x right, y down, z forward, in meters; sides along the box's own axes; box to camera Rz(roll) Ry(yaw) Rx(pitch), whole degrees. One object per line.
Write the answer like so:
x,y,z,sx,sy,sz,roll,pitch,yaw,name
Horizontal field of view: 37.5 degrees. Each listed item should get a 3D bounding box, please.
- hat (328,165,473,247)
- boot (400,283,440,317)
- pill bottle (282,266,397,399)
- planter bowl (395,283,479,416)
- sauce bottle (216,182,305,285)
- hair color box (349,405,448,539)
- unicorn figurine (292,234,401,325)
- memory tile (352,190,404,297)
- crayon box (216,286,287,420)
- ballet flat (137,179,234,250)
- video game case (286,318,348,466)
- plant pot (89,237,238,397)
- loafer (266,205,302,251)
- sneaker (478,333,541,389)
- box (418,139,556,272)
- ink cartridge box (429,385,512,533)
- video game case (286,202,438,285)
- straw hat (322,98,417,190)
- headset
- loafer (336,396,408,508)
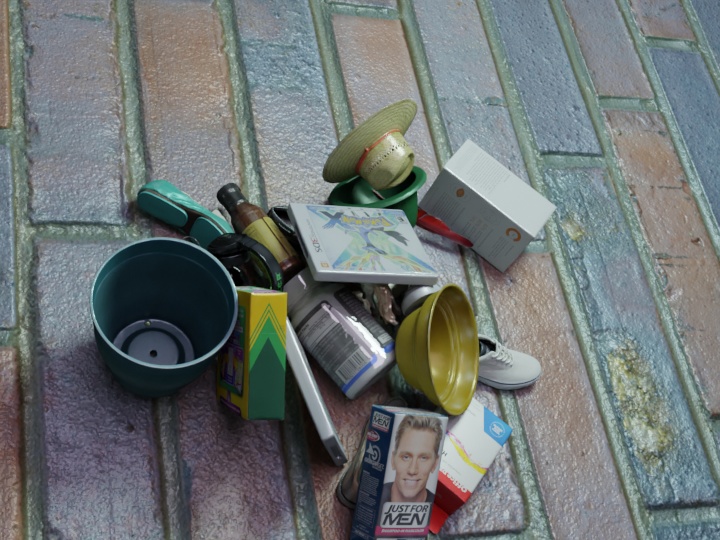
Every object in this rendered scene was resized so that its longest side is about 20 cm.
0.061,-0.073,1.836,0.200,0.176,0.166,-2,31,27,hat
0.086,0.021,1.713,0.073,0.200,0.096,-27,79,1,boot
-0.038,0.093,1.659,0.114,0.114,0.200,-34,77,-35,pill bottle
0.108,0.121,1.621,0.083,0.201,0.201,-4,49,27,planter bowl
-0.164,-0.060,1.704,0.066,0.066,0.200,-19,59,-31,sauce bottle
0.056,0.300,1.527,0.100,0.060,0.200,9,91,-34,hair color box
0.000,0.000,1.691,0.074,0.137,0.200,-41,39,-17,unicorn figurine
0.016,-0.053,1.832,0.153,0.017,0.200,19,54,-11,memory tile
-0.156,0.112,1.507,0.058,0.200,0.173,2,91,-20,crayon box
-0.264,-0.086,1.710,0.200,0.067,0.070,33,39,-3,ballet flat
-0.072,0.177,1.557,0.024,0.182,0.200,-23,68,-3,video game case
-0.287,0.087,1.509,0.200,0.188,0.200,7,58,-12,plant pot
-0.062,-0.057,1.750,0.200,0.070,0.068,16,56,-4,loafer
0.216,0.147,1.755,0.200,0.071,0.073,10,57,-16,sneaker
0.224,-0.114,1.888,0.200,0.124,0.098,39,53,3,box
0.134,0.290,1.635,0.116,0.067,0.200,38,54,4,ink cartridge box
0.001,-0.042,1.644,0.200,0.022,0.182,3,36,-22,video game case
0.041,-0.184,1.757,0.201,0.201,0.085,-29,72,-33,straw hat
-0.215,0.001,1.643,0.200,0.124,0.094,23,33,24,headset
0.031,0.269,1.608,0.072,0.063,0.200,31,53,0,loafer
